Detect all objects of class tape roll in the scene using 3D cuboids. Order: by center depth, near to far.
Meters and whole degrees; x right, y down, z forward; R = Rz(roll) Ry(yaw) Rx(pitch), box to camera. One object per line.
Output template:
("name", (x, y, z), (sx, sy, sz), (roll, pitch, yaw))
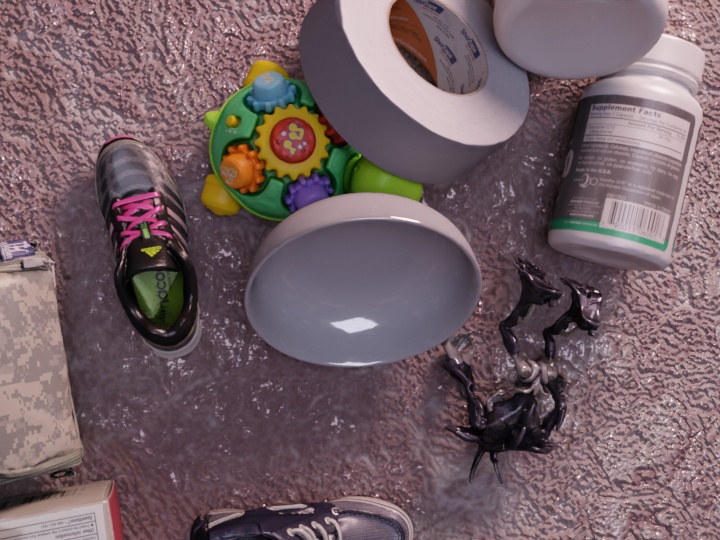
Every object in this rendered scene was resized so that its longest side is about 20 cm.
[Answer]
("tape roll", (0.049, -0.176, 0.900), (0.200, 0.066, 0.200), (19, 54, -28))

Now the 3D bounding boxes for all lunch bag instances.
("lunch bag", (-0.320, 0.085, 0.847), (0.168, 0.139, 0.200), (-10, 90, -26))

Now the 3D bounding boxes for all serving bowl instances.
("serving bowl", (0.000, 0.000, 0.894), (0.200, 0.200, 0.066), (2, 50, -10))

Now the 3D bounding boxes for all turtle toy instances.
("turtle toy", (-0.042, -0.098, 0.914), (0.200, 0.101, 0.146), (20, 85, -9))

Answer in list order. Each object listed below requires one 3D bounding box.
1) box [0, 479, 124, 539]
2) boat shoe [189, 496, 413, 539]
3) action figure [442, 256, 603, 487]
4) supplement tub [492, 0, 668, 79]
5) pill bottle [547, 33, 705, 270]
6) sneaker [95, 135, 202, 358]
("box", (-0.251, 0.287, 0.859), (0.128, 0.109, 0.200), (-8, 90, -11))
("boat shoe", (-0.045, 0.240, 0.905), (0.200, 0.093, 0.075), (-3, 89, -10))
("action figure", (0.141, 0.092, 0.944), (0.119, 0.102, 0.200), (15, 112, -17))
("supplement tub", (0.189, -0.285, 0.915), (0.145, 0.145, 0.200), (9, 63, -10))
("pill bottle", (0.247, -0.107, 0.959), (0.113, 0.113, 0.200), (15, 85, -9))
("sneaker", (-0.179, -0.022, 0.894), (0.074, 0.087, 0.200), (-13, 90, -10))
